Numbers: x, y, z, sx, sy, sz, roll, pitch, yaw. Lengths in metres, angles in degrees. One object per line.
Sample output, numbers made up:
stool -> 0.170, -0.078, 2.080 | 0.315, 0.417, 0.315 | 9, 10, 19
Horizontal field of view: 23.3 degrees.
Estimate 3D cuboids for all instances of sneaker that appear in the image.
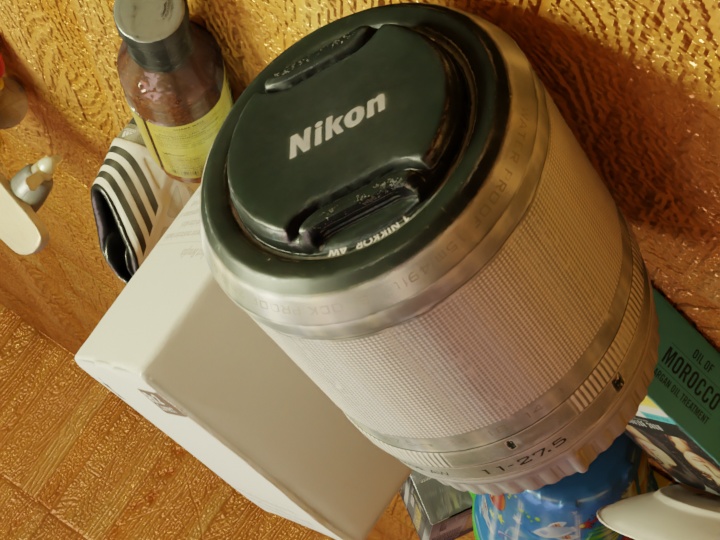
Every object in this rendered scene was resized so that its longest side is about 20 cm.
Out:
sneaker -> -0.124, -0.023, 1.268 | 0.075, 0.116, 0.200 | 19, 159, 51

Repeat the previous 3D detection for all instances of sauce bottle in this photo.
sauce bottle -> -0.109, -0.112, 1.034 | 0.066, 0.066, 0.200 | 33, 167, 9

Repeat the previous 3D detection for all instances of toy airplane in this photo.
toy airplane -> -0.336, -0.112, 1.442 | 0.198, 0.141, 0.202 | 3, 114, 46

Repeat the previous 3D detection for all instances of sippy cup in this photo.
sippy cup -> 0.140, 0.141, 1.177 | 0.176, 0.141, 0.131 | -7, 148, 2

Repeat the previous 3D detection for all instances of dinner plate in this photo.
dinner plate -> 0.235, 0.146, 0.997 | 0.198, 0.024, 0.200 | 7, -179, 0

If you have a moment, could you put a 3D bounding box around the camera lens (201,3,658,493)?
camera lens -> 0.035, -0.008, 0.786 | 0.159, 0.160, 0.200 | 24, 163, 41

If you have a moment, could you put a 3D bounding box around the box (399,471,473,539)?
box -> 0.042, 0.128, 1.360 | 0.200, 0.048, 0.159 | 86, 160, -75

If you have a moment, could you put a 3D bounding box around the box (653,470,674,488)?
box -> 0.160, 0.151, 1.317 | 0.199, 0.049, 0.117 | 30, 166, 16

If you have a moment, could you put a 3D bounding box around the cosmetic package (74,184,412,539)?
cosmetic package -> -0.033, 0.025, 1.019 | 0.165, 0.201, 0.165 | 39, 167, -17

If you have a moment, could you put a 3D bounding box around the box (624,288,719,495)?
box -> 0.153, 0.051, 0.972 | 0.200, 0.049, 0.082 | 42, 166, -24
